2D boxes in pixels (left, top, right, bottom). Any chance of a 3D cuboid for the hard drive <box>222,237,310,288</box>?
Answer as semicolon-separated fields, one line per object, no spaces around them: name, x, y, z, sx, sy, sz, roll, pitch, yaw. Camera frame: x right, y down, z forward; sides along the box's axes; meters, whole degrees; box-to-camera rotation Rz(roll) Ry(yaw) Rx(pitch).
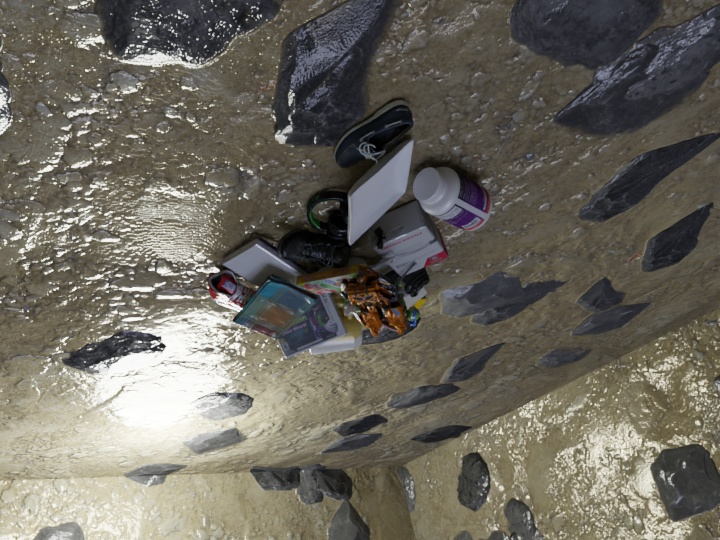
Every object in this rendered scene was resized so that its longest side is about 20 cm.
hard drive;-0.228;0.000;1.628;0.131;0.026;0.199;-25;135;33

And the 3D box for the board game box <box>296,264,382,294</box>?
board game box;-0.050;0.023;1.575;0.198;0.030;0.095;-13;156;30

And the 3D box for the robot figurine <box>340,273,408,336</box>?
robot figurine;0.035;0.080;1.538;0.143;0.059;0.201;-9;140;24

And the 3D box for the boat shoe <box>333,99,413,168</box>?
boat shoe;0.026;-0.261;1.311;0.199;0.063;0.075;-30;149;27

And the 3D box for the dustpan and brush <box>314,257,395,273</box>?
dustpan and brush;0.000;0.000;1.635;0.199;0.058;0.139;-32;147;21

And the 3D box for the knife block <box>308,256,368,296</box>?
knife block;-0.068;0.017;1.757;0.173;0.065;0.201;-2;149;-19

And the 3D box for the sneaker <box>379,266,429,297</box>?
sneaker;0.103;0.041;1.780;0.198;0.100;0.071;-30;167;-8

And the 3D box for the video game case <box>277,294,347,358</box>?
video game case;-0.159;0.129;1.812;0.198;0.184;0.023;-23;-175;16

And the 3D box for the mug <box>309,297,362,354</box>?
mug;-0.071;0.168;1.887;0.151;0.152;0.187;1;168;2

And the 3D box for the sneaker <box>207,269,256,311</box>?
sneaker;-0.299;0.061;1.660;0.197;0.072;0.113;13;154;4

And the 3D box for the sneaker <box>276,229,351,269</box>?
sneaker;-0.098;-0.049;1.546;0.198;0.114;0.077;2;104;-44

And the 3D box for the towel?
towel;-0.217;0.100;1.644;0.145;0.022;0.200;25;129;-27

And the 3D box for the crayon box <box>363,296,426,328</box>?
crayon box;0.078;0.112;1.992;0.197;0.059;0.173;-1;148;-24

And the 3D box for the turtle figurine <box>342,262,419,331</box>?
turtle figurine;0.056;0.060;1.678;0.191;0.145;0.201;1;140;18

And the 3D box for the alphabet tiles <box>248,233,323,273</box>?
alphabet tiles;-0.202;-0.012;1.641;0.198;0.008;0.167;19;140;-18

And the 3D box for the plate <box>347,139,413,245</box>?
plate;0.034;-0.174;1.414;0.199;0.032;0.201;-44;162;-21

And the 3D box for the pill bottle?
pill bottle;0.212;-0.170;1.504;0.112;0.114;0.199;-34;145;32

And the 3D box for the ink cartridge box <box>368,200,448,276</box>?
ink cartridge box;0.122;-0.078;1.652;0.144;0.084;0.200;-22;151;16

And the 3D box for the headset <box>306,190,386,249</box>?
headset;-0.031;-0.112;1.513;0.198;0.095;0.123;18;140;-26

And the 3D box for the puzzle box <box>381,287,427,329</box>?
puzzle box;0.088;0.083;1.878;0.199;0.025;0.133;-38;131;0
